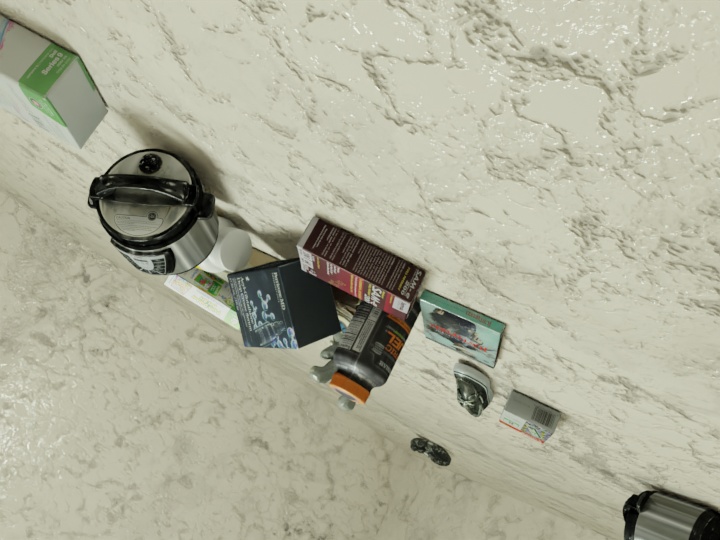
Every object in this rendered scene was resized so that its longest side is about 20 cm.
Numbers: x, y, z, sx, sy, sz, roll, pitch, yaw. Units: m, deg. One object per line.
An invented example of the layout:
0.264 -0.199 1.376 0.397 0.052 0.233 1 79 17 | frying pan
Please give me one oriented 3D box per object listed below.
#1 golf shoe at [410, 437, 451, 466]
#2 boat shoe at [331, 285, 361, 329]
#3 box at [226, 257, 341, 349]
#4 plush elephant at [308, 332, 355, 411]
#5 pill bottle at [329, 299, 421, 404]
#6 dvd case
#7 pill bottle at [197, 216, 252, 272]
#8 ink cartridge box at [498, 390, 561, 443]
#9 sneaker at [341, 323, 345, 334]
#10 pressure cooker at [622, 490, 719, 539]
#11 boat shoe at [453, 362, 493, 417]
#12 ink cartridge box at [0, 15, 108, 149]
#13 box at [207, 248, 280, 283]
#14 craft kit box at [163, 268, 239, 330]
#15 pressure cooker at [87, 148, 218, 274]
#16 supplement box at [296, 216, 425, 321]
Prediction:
0.317 0.804 2.631 0.198 0.079 0.094 30 180 5 | golf shoe
-0.021 0.064 1.160 0.074 0.075 0.202 -34 110 27 | boat shoe
-0.147 0.060 1.106 0.198 0.106 0.151 -7 98 50 | box
-0.037 0.192 1.387 0.165 0.200 0.155 44 180 -36 | plush elephant
0.020 0.127 1.021 0.105 0.202 0.106 25 163 9 | pill bottle
0.175 0.107 1.021 0.144 0.022 0.201 24 162 18 | dvd case
-0.312 -0.059 1.179 0.198 0.112 0.111 14 157 37 | pill bottle
0.362 0.328 1.280 0.108 0.051 0.201 24 161 17 | ink cartridge box
0.001 0.121 1.264 0.202 0.086 0.075 59 177 -18 | sneaker
0.682 0.590 1.296 0.177 0.179 0.199 11 176 -35 | pressure cooker
0.242 0.265 1.263 0.071 0.072 0.200 15 157 37 | boat shoe
-0.507 -0.293 0.886 0.198 0.088 0.146 26 162 3 | ink cartridge box
-0.256 -0.005 1.291 0.198 0.078 0.095 25 162 15 | box
-0.338 0.028 1.381 0.196 0.049 0.201 31 -158 -10 | craft kit box
-0.342 -0.102 0.983 0.179 0.175 0.200 51 166 16 | pressure cooker
0.000 0.000 0.939 0.198 0.061 0.109 26 162 8 | supplement box
